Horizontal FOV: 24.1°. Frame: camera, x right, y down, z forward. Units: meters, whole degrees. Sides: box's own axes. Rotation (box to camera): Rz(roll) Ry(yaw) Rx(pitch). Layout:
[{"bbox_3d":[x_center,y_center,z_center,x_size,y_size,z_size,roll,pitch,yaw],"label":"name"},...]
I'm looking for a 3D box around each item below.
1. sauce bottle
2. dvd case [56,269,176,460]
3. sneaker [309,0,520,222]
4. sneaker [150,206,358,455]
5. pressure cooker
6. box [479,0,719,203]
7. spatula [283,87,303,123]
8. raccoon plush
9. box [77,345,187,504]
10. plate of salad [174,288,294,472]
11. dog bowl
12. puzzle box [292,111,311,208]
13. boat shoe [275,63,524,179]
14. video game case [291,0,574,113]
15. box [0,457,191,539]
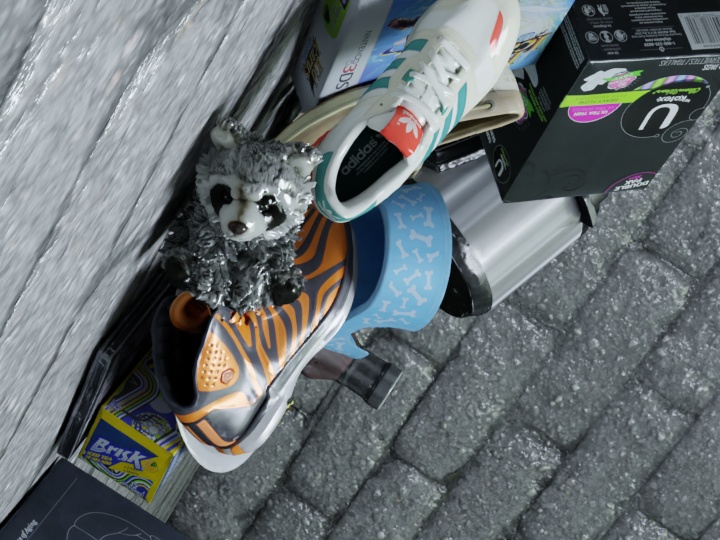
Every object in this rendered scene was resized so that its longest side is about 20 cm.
[{"bbox_3d":[-0.056,0.047,1.452,0.066,0.199,0.066,-58,178,-3],"label":"sauce bottle"},{"bbox_3d":[-0.163,0.038,1.300,0.200,0.016,0.149,-56,177,-41],"label":"dvd case"},{"bbox_3d":[0.039,-0.107,1.109,0.200,0.070,0.093,-46,-165,5],"label":"sneaker"},{"bbox_3d":[-0.075,0.025,1.196,0.112,0.077,0.201,44,63,-46],"label":"sneaker"},{"bbox_3d":[0.121,-0.076,1.551,0.200,0.176,0.179,-37,175,-14],"label":"pressure cooker"},{"bbox_3d":[0.195,-0.163,1.390,0.200,0.148,0.125,119,-40,-55],"label":"box"},{"bbox_3d":[-0.021,-0.173,1.370,0.200,0.020,0.057,-54,171,-47],"label":"spatula"},{"bbox_3d":[-0.082,-0.068,1.135,0.200,0.096,0.134,-110,-150,-53],"label":"raccoon plush"},{"bbox_3d":[-0.143,0.090,1.346,0.064,0.070,0.200,-59,178,37],"label":"box"},{"bbox_3d":[-0.090,0.055,1.293,0.200,0.048,0.201,2,90,-68],"label":"plate of salad"},{"bbox_3d":[0.000,0.000,1.286,0.200,0.049,0.112,-31,-122,59],"label":"dog bowl"},{"bbox_3d":[-0.014,-0.068,1.428,0.133,0.025,0.201,-63,147,-60],"label":"puzzle box"},{"bbox_3d":[0.023,-0.102,1.249,0.199,0.065,0.072,-22,166,9],"label":"boat shoe"},{"bbox_3d":[0.062,-0.188,1.220,0.199,0.046,0.181,-16,163,-19],"label":"video game case"},{"bbox_3d":[-0.213,0.284,1.302,0.124,0.196,0.200,-56,179,31],"label":"box"}]
